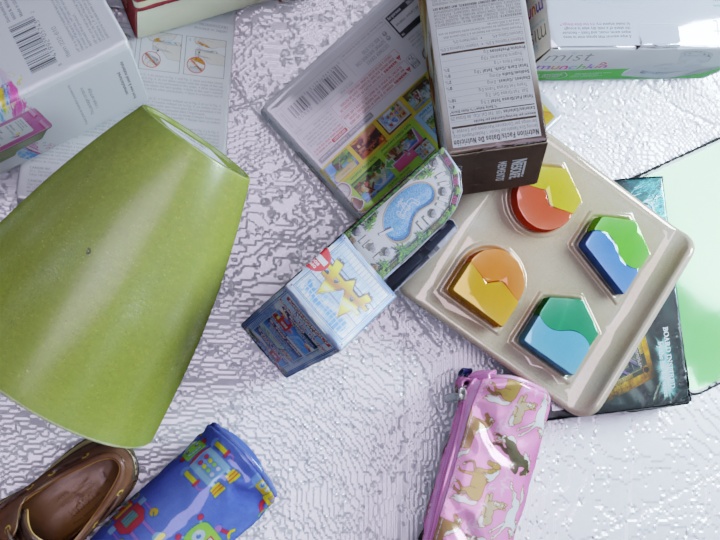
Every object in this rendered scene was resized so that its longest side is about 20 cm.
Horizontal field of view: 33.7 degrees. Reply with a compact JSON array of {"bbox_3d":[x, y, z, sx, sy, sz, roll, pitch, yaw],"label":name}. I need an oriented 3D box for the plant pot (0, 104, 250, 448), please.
[{"bbox_3d":[-0.173,-0.011,0.848,0.187,0.187,0.201,34,96,-6],"label":"plant pot"}]

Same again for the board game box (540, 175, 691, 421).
[{"bbox_3d":[0.208,0.023,1.027,0.134,0.028,0.201,-5,85,-9],"label":"board game box"}]

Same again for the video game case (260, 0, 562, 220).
[{"bbox_3d":[0.046,-0.134,1.019,0.200,0.023,0.182,-44,93,-14],"label":"video game case"}]

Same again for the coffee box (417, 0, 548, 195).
[{"bbox_3d":[0.092,-0.173,0.944,0.079,0.114,0.201,-8,78,3],"label":"coffee box"}]

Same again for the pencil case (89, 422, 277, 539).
[{"bbox_3d":[-0.152,0.213,0.909,0.200,0.078,0.087,-45,119,-13],"label":"pencil case"}]

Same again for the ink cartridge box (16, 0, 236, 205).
[{"bbox_3d":[-0.188,-0.130,0.969,0.161,0.050,0.201,6,65,-11],"label":"ink cartridge box"}]

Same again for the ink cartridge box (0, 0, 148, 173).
[{"bbox_3d":[-0.284,-0.158,0.895,0.199,0.085,0.145,-28,69,-10],"label":"ink cartridge box"}]

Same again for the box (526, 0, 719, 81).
[{"bbox_3d":[0.225,-0.260,1.021,0.199,0.097,0.178,-4,83,-17],"label":"box"}]

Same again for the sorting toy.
[{"bbox_3d":[0.159,-0.006,0.990,0.199,0.036,0.186,34,81,-3],"label":"sorting toy"}]

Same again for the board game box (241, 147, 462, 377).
[{"bbox_3d":[0.000,0.000,0.888,0.200,0.200,0.062,-42,92,-3],"label":"board game box"}]

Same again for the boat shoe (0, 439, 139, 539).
[{"bbox_3d":[-0.252,0.200,0.895,0.200,0.068,0.072,-42,93,-13],"label":"boat shoe"}]

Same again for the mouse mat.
[{"bbox_3d":[0.318,-0.008,1.069,0.160,0.008,0.201,-24,90,-13],"label":"mouse mat"}]

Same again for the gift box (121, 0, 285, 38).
[{"bbox_3d":[-0.117,-0.319,0.919,0.186,0.185,0.201,-18,87,-14],"label":"gift box"}]

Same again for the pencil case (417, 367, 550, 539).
[{"bbox_3d":[0.092,0.181,0.962,0.086,0.083,0.201,15,81,4],"label":"pencil case"}]
